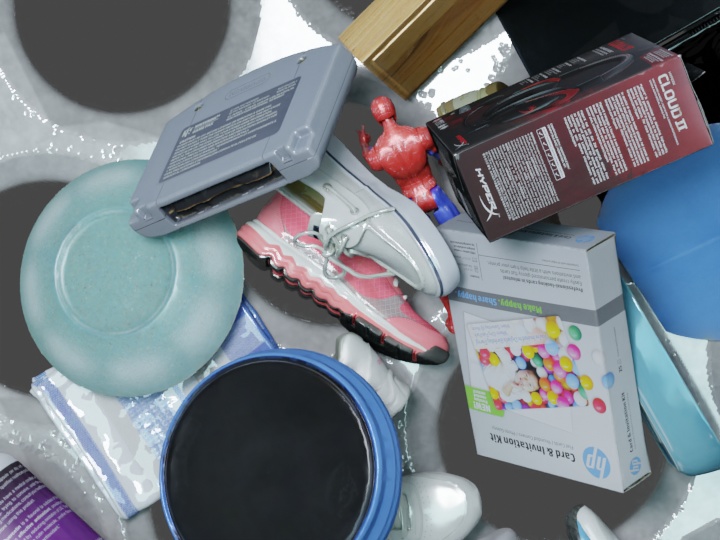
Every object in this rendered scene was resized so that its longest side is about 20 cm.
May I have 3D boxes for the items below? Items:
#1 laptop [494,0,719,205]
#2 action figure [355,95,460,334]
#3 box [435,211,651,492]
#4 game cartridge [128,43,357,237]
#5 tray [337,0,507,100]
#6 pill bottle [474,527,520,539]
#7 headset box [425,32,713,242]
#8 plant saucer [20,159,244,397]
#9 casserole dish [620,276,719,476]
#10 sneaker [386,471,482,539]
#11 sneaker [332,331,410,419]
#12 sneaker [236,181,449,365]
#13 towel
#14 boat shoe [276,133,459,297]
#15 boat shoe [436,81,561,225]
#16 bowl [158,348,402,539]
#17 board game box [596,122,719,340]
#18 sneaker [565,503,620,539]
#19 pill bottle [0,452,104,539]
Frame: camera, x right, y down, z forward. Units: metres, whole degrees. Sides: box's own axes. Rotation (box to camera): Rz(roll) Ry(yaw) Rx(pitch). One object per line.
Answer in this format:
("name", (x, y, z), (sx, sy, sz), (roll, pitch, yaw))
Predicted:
("laptop", (0.233, -0.166, 1.573), (0.177, 0.103, 0.200), (-29, 113, 9))
("action figure", (0.053, -0.058, 1.584), (0.065, 0.099, 0.200), (-23, 110, 6))
("box", (0.141, 0.061, 1.506), (0.156, 0.041, 0.200), (11, 120, 46))
("game cartridge", (-0.091, -0.106, 1.544), (0.200, 0.133, 0.042), (-20, 123, 38))
("tray", (0.081, -0.229, 1.547), (0.200, 0.099, 0.037), (-43, 65, 8))
("pill bottle", (0.121, 0.317, 1.553), (0.111, 0.111, 0.200), (-30, 87, 8))
("headset box", (0.161, -0.107, 1.451), (0.200, 0.149, 0.075), (-23, 105, 0))
("plant saucer", (-0.197, 0.003, 1.612), (0.200, 0.039, 0.202), (-2, 81, 14))
("casserole dish", (0.225, 0.084, 1.523), (0.039, 0.121, 0.200), (-31, 87, 2))
("sneaker", (0.000, 0.209, 1.574), (0.200, 0.100, 0.075), (-12, 82, 8))
("sneaker", (-0.064, 0.119, 1.590), (0.200, 0.078, 0.099), (-34, 97, -1))
("sneaker", (0.000, 0.000, 1.584), (0.200, 0.074, 0.087), (35, 80, 1))
("towel", (-0.162, 0.100, 1.635), (0.200, 0.024, 0.147), (-34, 87, 8))
("boat shoe", (-0.015, -0.036, 1.525), (0.086, 0.075, 0.202), (-35, 65, -23))
("boat shoe", (0.116, -0.049, 1.567), (0.063, 0.073, 0.201), (-18, 88, 23))
("bowl", (-0.067, 0.159, 1.525), (0.200, 0.039, 0.201), (-3, 80, 20))
("board game box", (0.283, -0.036, 1.535), (0.158, 0.039, 0.200), (-27, 117, 20))
("sneaker", (0.248, 0.252, 1.559), (0.087, 0.075, 0.200), (-43, 93, 0))
("pill bottle", (-0.288, 0.230, 1.614), (0.200, 0.112, 0.112), (42, 97, 6))
